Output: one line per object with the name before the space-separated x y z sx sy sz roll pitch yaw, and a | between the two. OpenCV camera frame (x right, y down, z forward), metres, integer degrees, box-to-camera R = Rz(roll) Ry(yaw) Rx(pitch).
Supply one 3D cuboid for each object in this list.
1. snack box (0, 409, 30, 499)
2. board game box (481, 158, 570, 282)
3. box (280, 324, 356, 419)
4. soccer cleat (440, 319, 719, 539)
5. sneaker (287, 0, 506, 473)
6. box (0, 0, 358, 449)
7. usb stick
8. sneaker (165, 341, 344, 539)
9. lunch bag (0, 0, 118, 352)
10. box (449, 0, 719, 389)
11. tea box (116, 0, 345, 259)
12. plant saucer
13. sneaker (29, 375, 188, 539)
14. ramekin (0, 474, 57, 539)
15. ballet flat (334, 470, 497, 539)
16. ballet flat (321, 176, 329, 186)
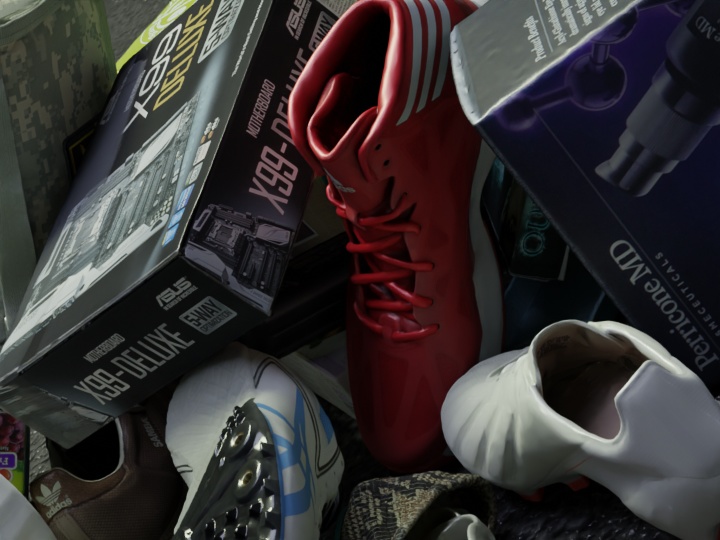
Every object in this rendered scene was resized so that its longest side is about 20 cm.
snack box | -0.188 0.094 1.154 0.052 0.144 0.200 0 20 -8
board game box | 0.078 -0.093 1.045 0.200 0.028 0.136 -101 20 -70
box | -0.019 0.032 1.114 0.039 0.042 0.200 -42 20 -9
soccer cleat | 0.078 0.046 0.860 0.069 0.078 0.200 -46 21 -13
sneaker | 0.003 -0.016 0.940 0.078 0.202 0.115 5 4 33
box | -0.074 -0.039 1.009 0.157 0.050 0.201 -32 31 45
usb stick | 0.000 0.000 1.052 0.055 0.033 0.199 3 21 40
sneaker | -0.033 0.085 0.888 0.072 0.072 0.200 -55 15 13
lunch bag | -0.174 -0.066 1.136 0.117 0.165 0.200 -11 25 -12
box | 0.155 -0.076 0.877 0.199 0.148 0.105 -37 21 13
tea box | -0.019 -0.101 1.246 0.199 0.134 0.197 -7 40 55
plant saucer | 0.114 -0.031 1.038 0.070 0.019 0.201 -19 29 44
sneaker | -0.110 0.072 1.142 0.070 0.076 0.200 -33 22 19
ramekin | -0.211 0.154 0.996 0.200 0.201 0.098 -24 19 37
ballet flat | 0.016 0.132 0.828 0.075 0.068 0.200 -21 24 23
ballet flat | 0.035 -0.103 1.052 0.200 0.066 0.067 120 172 -54
